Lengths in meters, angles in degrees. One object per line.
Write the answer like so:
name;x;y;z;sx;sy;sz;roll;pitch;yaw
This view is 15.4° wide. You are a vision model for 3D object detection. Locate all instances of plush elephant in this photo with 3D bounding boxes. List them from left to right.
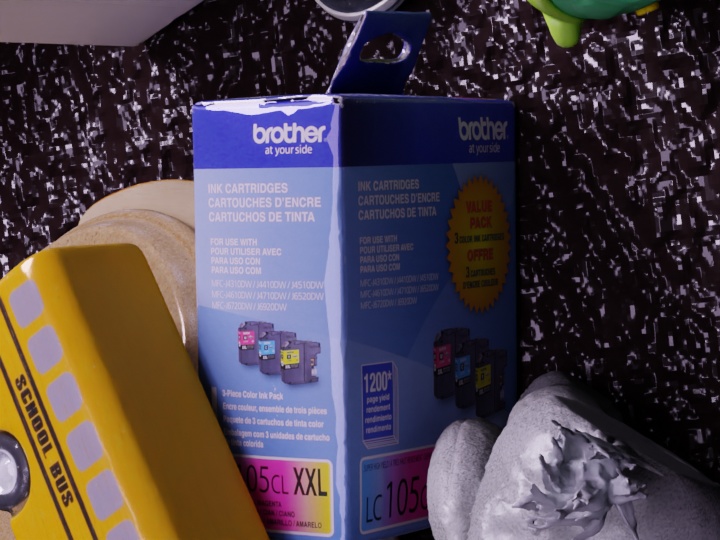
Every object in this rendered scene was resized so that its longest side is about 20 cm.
plush elephant;0.072;0.134;0.967;0.164;0.200;0.156;31;95;21

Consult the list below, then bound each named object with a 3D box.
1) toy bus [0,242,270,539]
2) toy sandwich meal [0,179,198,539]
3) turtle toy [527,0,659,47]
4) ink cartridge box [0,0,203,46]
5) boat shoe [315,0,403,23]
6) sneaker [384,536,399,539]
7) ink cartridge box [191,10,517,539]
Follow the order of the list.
toy bus;-0.084;0.096;0.997;0.078;0.065;0.201;-38;68;35
toy sandwich meal;-0.101;0.062;1.127;0.204;0.070;0.207;-21;60;40
turtle toy;0.108;-0.177;0.978;0.100;0.146;0.202;18;103;11
ink cartridge box;-0.149;-0.200;1.132;0.083;0.146;0.201;-32;75;31
boat shoe;-0.009;-0.203;1.089;0.074;0.062;0.202;5;97;32
sneaker;-0.083;0.162;1.128;0.200;0.115;0.079;-45;69;27
ink cartridge box;0.000;0.000;1.050;0.076;0.136;0.202;-1;93;33
